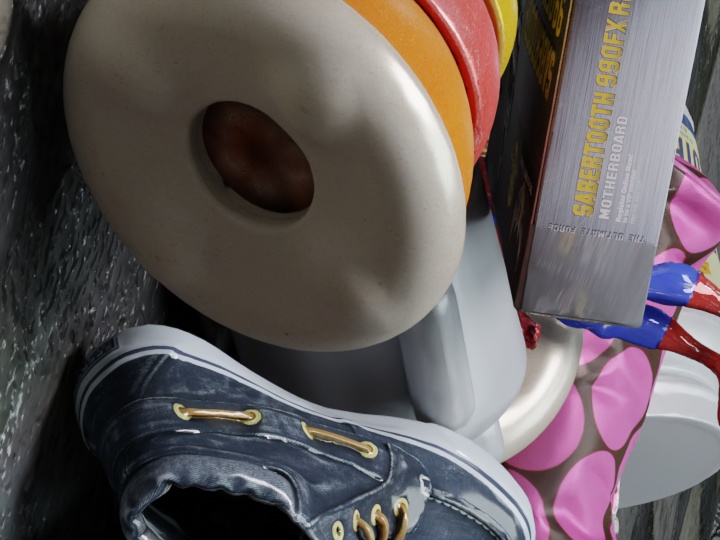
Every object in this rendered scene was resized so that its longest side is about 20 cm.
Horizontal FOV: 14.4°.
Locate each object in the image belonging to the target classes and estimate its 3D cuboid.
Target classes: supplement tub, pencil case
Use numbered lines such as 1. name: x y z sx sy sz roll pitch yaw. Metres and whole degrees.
1. supplement tub: 0.116 0.010 1.477 0.145 0.144 0.201 73 9 -64
2. pencil case: 0.113 0.039 1.341 0.201 0.093 0.091 -69 -160 -2

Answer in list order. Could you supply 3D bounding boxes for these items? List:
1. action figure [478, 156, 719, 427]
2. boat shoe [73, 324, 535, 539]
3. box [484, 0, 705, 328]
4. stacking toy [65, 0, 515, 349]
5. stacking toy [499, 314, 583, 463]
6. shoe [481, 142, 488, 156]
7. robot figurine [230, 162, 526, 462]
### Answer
1. action figure: 0.078 -0.001 1.197 0.052 0.199 0.066 -60 178 -34
2. boat shoe: -0.013 0.094 1.031 0.071 0.200 0.091 -54 -149 22
3. box: 0.086 -0.086 1.067 0.200 0.048 0.159 -92 -169 -72
4. stacking toy: 0.008 -0.082 0.963 0.200 0.146 0.147 -48 149 -42
5. stacking toy: 0.013 0.046 1.313 0.200 0.145 0.147 117 -10 -69
6. shoe: 0.055 -0.047 1.373 0.071 0.091 0.201 -10 120 -34
7. robot figurine: 0.000 0.000 1.126 0.113 0.170 0.201 -26 122 -16
